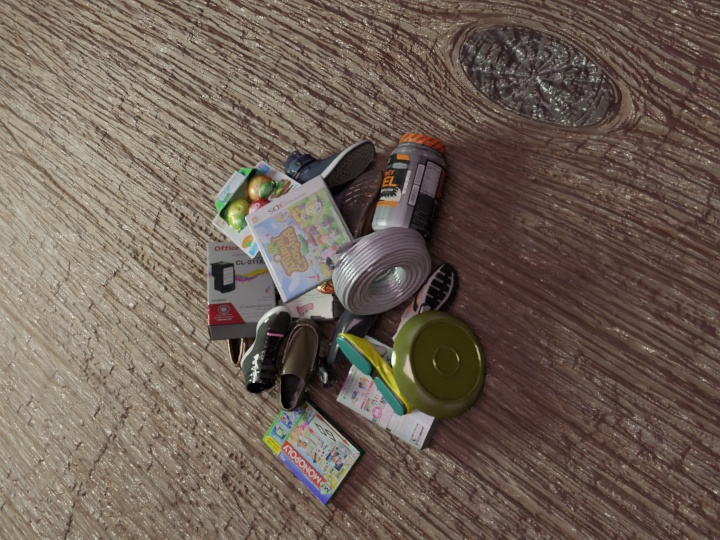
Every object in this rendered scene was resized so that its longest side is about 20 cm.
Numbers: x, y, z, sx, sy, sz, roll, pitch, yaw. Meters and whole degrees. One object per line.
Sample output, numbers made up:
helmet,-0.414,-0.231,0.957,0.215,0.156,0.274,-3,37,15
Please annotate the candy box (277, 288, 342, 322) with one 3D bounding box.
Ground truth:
candy box,-0.109,0.010,1.315,0.134,0.061,0.203,-4,79,21

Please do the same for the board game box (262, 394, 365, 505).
board game box,-0.102,0.369,1.271,0.199,0.029,0.135,37,96,24

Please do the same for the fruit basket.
fruit basket,-0.228,-0.142,1.303,0.186,0.094,0.200,-52,41,-2

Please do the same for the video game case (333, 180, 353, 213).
video game case,-0.105,-0.119,1.308,0.141,0.019,0.202,1,54,25

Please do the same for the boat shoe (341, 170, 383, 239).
boat shoe,0.002,-0.122,1.283,0.075,0.072,0.202,12,66,32

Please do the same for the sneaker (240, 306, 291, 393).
sneaker,-0.184,0.170,1.227,0.201,0.070,0.100,-58,35,29

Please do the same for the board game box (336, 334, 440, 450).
board game box,0.071,0.238,1.197,0.198,0.064,0.149,26,91,24

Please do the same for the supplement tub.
supplement tub,0.103,-0.162,1.215,0.121,0.122,0.203,12,83,25

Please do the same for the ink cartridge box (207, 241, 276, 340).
ink cartridge box,-0.258,0.039,1.307,0.143,0.083,0.203,-4,61,-10

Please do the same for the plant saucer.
plant saucer,0.154,0.169,1.117,0.197,0.031,0.203,7,70,-20

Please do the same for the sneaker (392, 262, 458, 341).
sneaker,0.123,0.072,1.197,0.080,0.073,0.202,14,72,59

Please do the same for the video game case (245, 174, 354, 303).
video game case,-0.114,-0.064,1.211,0.180,0.022,0.202,-28,77,3

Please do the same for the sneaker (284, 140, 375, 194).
sneaker,-0.077,-0.238,1.322,0.202,0.077,0.146,-39,49,-3

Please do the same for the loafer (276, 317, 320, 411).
loafer,-0.126,0.200,1.244,0.074,0.070,0.203,11,93,-5

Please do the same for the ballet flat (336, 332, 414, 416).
ballet flat,0.039,0.185,1.150,0.067,0.067,0.200,-36,74,-26

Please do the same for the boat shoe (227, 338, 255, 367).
boat shoe,-0.271,0.121,1.346,0.075,0.071,0.203,-31,69,36

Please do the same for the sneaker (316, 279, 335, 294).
sneaker,0.000,0.000,1.233,0.198,0.077,0.074,-25,64,12

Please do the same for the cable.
cable,0.043,0.003,1.145,0.198,0.201,0.070,-27,57,-6

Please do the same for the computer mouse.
computer mouse,-0.036,0.136,1.234,0.052,0.138,0.201,37,89,-12
